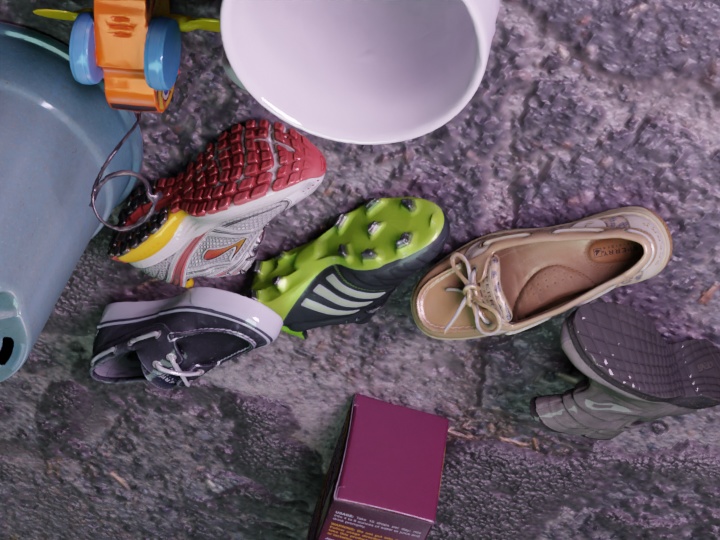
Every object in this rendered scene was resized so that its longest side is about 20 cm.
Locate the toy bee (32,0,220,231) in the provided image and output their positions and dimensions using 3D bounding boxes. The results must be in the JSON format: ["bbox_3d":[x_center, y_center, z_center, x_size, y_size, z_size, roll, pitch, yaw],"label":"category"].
[{"bbox_3d":[-0.154,-0.147,1.100,0.131,0.109,0.200,25,112,-1],"label":"toy bee"}]

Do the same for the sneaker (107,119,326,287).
[{"bbox_3d":[-0.093,-0.045,1.207,0.082,0.078,0.200,34,142,-31],"label":"sneaker"}]

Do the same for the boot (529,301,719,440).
[{"bbox_3d":[0.177,0.089,1.237,0.131,0.068,0.200,-27,150,33],"label":"boot"}]

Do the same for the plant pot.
[{"bbox_3d":[-0.273,-0.037,1.160,0.200,0.196,0.200,7,136,7],"label":"plant pot"}]

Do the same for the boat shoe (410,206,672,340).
[{"bbox_3d":[0.120,0.002,1.185,0.200,0.063,0.073,-22,90,23],"label":"boat shoe"}]

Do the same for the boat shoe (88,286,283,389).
[{"bbox_3d":[-0.141,0.059,1.284,0.200,0.068,0.072,-5,147,42],"label":"boat shoe"}]

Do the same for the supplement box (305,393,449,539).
[{"bbox_3d":[0.006,0.214,1.420,0.086,0.110,0.200,15,138,-3],"label":"supplement box"}]

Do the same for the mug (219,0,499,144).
[{"bbox_3d":[-0.007,-0.173,0.964,0.148,0.175,0.200,39,132,-25],"label":"mug"}]

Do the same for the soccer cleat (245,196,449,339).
[{"bbox_3d":[0.000,0.000,1.236,0.200,0.068,0.081,-22,137,40],"label":"soccer cleat"}]
